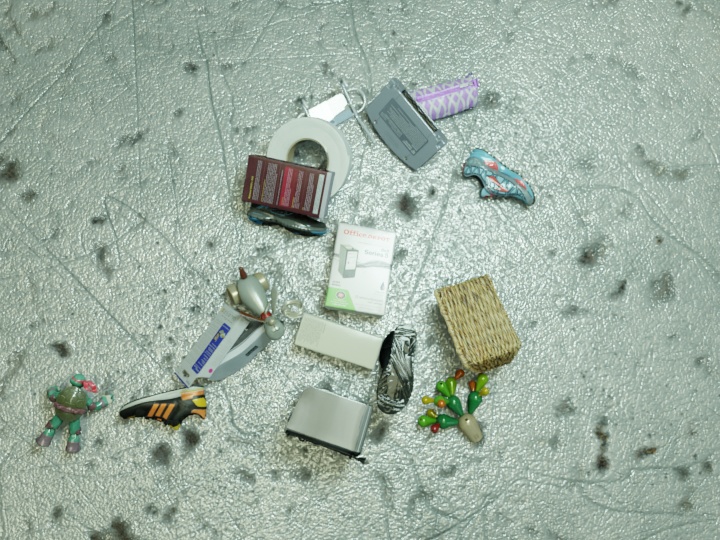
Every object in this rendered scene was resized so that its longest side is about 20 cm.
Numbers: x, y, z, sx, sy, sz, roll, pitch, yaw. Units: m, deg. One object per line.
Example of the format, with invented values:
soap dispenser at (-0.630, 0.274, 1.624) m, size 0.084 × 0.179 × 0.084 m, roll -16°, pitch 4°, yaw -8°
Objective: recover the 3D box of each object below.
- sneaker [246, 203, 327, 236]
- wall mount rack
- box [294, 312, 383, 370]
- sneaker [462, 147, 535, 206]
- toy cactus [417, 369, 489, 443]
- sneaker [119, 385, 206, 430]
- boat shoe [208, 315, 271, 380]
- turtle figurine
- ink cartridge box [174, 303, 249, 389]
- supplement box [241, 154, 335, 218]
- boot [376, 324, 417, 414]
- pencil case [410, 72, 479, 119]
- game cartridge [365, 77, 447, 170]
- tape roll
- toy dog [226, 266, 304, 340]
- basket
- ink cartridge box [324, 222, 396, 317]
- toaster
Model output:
sneaker at (-0.172, -0.138, 1.508) m, size 0.197 × 0.073 × 0.083 m, roll 17°, pitch 80°, yaw -1°
wall mount rack at (-0.057, -0.366, 1.546) m, size 0.198 × 0.075 × 0.175 m, roll -29°, pitch 103°, yaw -5°
box at (-0.051, 0.167, 1.473) m, size 0.198 × 0.068 × 0.083 m, roll 19°, pitch 82°, yaw 0°
sneaker at (0.338, -0.210, 1.549) m, size 0.199 × 0.079 × 0.096 m, roll 38°, pitch 92°, yaw 11°
toy cactus at (0.236, 0.326, 1.461) m, size 0.199 × 0.102 × 0.166 m, roll -35°, pitch 95°, yaw -17°
sneaker at (-0.451, 0.327, 1.432) m, size 0.197 × 0.070 × 0.091 m, roll -14°, pitch 80°, yaw -6°
boat shoe at (-0.286, 0.176, 1.466) m, size 0.200 × 0.070 × 0.066 m, roll -41°, pitch 56°, yaw 4°
turtle figurine at (-0.654, 0.304, 1.417) m, size 0.148 × 0.101 × 0.202 m, roll 19°, pitch 87°, yaw 0°
ink cartridge box at (-0.344, 0.178, 1.444) m, size 0.201 × 0.094 × 0.037 m, roll -53°, pitch 128°, yaw -11°
supplement box at (-0.167, -0.195, 1.446) m, size 0.197 × 0.061 × 0.110 m, roll 13°, pitch 103°, yaw 3°
boot at (0.078, 0.226, 1.419) m, size 0.075 × 0.168 × 0.203 m, roll 12°, pitch 77°, yaw -1°
pencil case at (0.200, -0.426, 1.558) m, size 0.198 × 0.085 × 0.085 m, roll -19°, pitch 88°, yaw -4°
game cartridge at (0.107, -0.350, 1.521) m, size 0.201 × 0.133 × 0.040 m, roll 50°, pitch 45°, yaw -3°
tape roll at (-0.120, -0.263, 1.492) m, size 0.199 × 0.071 × 0.205 m, roll 2°, pitch 103°, yaw 7°
toy dog at (-0.235, 0.062, 1.430) m, size 0.199 × 0.097 × 0.132 m, roll 26°, pitch 57°, yaw 28°
basket at (0.254, 0.135, 1.445) m, size 0.147 × 0.143 × 0.202 m, roll -16°, pitch 65°, yaw -11°
ink cartridge box at (0.000, 0.000, 1.490) m, size 0.143 × 0.084 × 0.203 m, roll 9°, pitch 82°, yaw -1°
toaster at (-0.063, 0.336, 1.393) m, size 0.198 × 0.181 × 0.120 m, roll 19°, pitch 80°, yaw 1°
